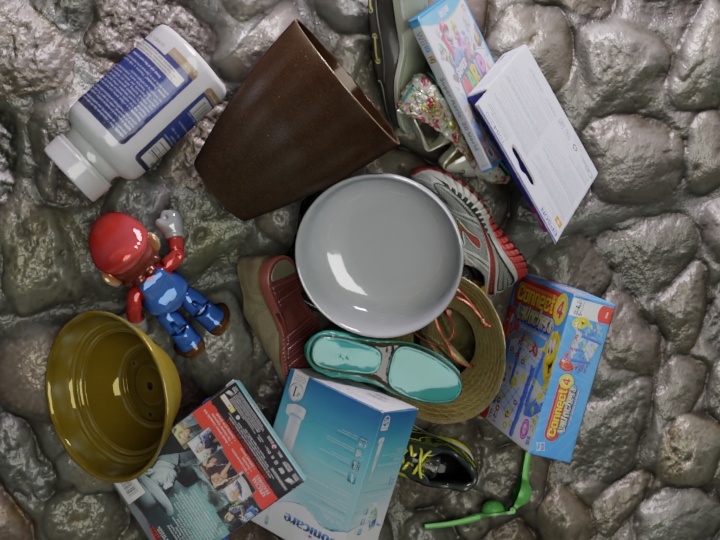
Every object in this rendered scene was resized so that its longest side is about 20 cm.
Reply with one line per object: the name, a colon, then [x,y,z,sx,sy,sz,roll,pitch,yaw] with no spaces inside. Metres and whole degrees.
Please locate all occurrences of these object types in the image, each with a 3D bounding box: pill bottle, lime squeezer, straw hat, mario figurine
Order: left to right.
pill bottle: [-0.260,-0.176,1.457,0.200,0.111,0.111,-44,105,-5]
mario figurine: [-0.246,0.006,1.519,0.200,0.106,0.123,51,48,-25]
straw hat: [0.113,0.085,1.597,0.201,0.085,0.201,8,108,27]
lime squeezer: [0.179,0.295,1.673,0.200,0.038,0.071,-41,105,-4]

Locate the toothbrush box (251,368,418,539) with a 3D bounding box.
toothbrush box: [-0.035,0.234,1.539,0.085,0.146,0.200,6,102,-56]

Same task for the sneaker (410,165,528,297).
sneaker: [0.126,-0.048,1.589,0.082,0.078,0.200,-40,105,-5]

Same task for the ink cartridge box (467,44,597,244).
ink cartridge box: [0.204,-0.152,1.549,0.043,0.200,0.196,-21,108,36]

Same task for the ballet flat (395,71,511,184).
ballet flat: [0.109,-0.162,1.560,0.064,0.076,0.200,-43,124,2]

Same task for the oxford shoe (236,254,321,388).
oxford shoe: [-0.100,0.066,1.564,0.070,0.075,0.200,-35,123,-42]

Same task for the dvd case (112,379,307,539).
dvd case: [-0.183,0.244,1.506,0.200,0.022,0.146,-37,83,8]

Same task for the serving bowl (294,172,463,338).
serving bowl: [0.026,-0.023,1.517,0.200,0.066,0.200,3,106,9]

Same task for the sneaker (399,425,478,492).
sneaker: [0.063,0.227,1.609,0.200,0.085,0.075,16,93,-16]

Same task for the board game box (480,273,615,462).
board game box: [0.225,0.113,1.574,0.056,0.200,0.196,14,94,-14]

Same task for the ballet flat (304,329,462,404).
ballet flat: [0.027,0.111,1.553,0.200,0.070,0.067,15,94,-10]

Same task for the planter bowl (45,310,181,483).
planter bowl: [-0.271,0.142,1.492,0.083,0.200,0.200,-9,103,-54]

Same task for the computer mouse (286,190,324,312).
computer mouse: [0.000,0.000,1.580,0.200,0.046,0.140,25,90,-16]

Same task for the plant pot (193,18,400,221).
plant pot: [-0.090,-0.156,1.481,0.200,0.187,0.187,-39,105,9]

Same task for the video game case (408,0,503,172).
video game case: [0.133,-0.233,1.543,0.018,0.143,0.200,-20,106,33]

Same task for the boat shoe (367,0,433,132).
boat shoe: [0.044,-0.269,1.545,0.072,0.061,0.201,-28,125,-46]

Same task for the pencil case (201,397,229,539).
pencil case: [-0.178,0.255,1.557,0.087,0.078,0.200,17,94,-18]
